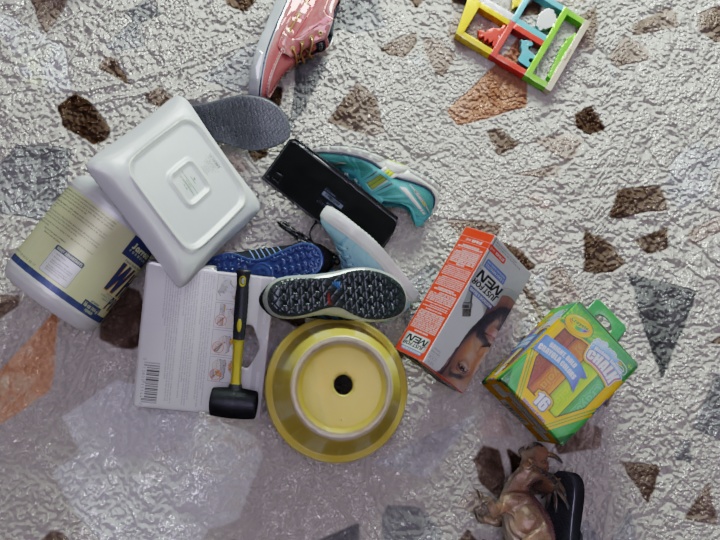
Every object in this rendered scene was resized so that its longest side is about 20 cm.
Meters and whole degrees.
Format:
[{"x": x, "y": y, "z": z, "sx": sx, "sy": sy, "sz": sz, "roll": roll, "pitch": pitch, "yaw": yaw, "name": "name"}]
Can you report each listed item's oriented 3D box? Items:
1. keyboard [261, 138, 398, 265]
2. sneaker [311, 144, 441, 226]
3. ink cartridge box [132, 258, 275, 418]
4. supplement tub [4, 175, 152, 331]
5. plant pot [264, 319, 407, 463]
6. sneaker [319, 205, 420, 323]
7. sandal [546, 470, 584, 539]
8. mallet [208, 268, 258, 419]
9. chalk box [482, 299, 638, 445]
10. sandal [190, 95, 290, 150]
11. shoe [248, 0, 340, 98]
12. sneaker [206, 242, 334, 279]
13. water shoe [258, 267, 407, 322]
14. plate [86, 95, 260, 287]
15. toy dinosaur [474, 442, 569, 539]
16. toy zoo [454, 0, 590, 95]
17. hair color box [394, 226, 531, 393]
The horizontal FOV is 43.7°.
[{"x": -0.054, "y": -0.082, "z": 1.282, "sx": 0.200, "sy": 0.021, "sz": 0.127, "roll": 38, "pitch": 101, "yaw": -3, "name": "keyboard"}, {"x": 0.017, "y": -0.127, "z": 1.289, "sx": 0.199, "sy": 0.078, "sz": 0.080, "roll": 22, "pitch": 90, "yaw": -1, "name": "sneaker"}, {"x": -0.213, "y": 0.094, "z": 1.231, "sx": 0.175, "sy": 0.045, "sz": 0.201, "roll": 7, "pitch": 95, "yaw": -5, "name": "ink cartridge box"}, {"x": -0.361, "y": -0.035, "z": 1.208, "sx": 0.145, "sy": 0.145, "sz": 0.200, "roll": 36, "pitch": 81, "yaw": 1, "name": "supplement tub"}, {"x": -0.029, "y": 0.155, "z": 1.187, "sx": 0.199, "sy": 0.189, "sz": 0.202, "roll": 1, "pitch": 82, "yaw": -5, "name": "plant pot"}, {"x": 0.000, "y": 0.000, "z": 1.239, "sx": 0.082, "sy": 0.074, "sz": 0.200, "roll": -46, "pitch": 115, "yaw": -5, "name": "sneaker"}, {"x": 0.284, "y": 0.382, "z": 1.242, "sx": 0.043, "sy": 0.076, "sz": 0.201, "roll": 18, "pitch": 81, "yaw": -29, "name": "sandal"}, {"x": -0.173, "y": 0.099, "z": 1.197, "sx": 0.065, "sy": 0.041, "sz": 0.202, "roll": -3, "pitch": 92, "yaw": -1, "name": "mallet"}, {"x": 0.290, "y": 0.128, "z": 1.248, "sx": 0.125, "sy": 0.124, "sz": 0.200, "roll": 45, "pitch": 82, "yaw": 2, "name": "chalk box"}, {"x": -0.197, "y": -0.214, "z": 1.288, "sx": 0.199, "sy": 0.043, "sz": 0.077, "roll": 3, "pitch": 103, "yaw": 6, "name": "sandal"}, {"x": -0.094, "y": -0.328, "z": 1.306, "sx": 0.090, "sy": 0.072, "sz": 0.201, "roll": 17, "pitch": 77, "yaw": 4, "name": "shoe"}, {"x": -0.133, "y": 0.002, "z": 1.265, "sx": 0.199, "sy": 0.078, "sz": 0.071, "roll": -8, "pitch": 86, "yaw": 16, "name": "sneaker"}, {"x": -0.037, "y": 0.031, "z": 1.200, "sx": 0.199, "sy": 0.079, "sz": 0.072, "roll": 3, "pitch": 88, "yaw": -19, "name": "water shoe"}, {"x": -0.234, "y": -0.113, "z": 1.194, "sx": 0.200, "sy": 0.032, "sz": 0.200, "roll": 55, "pitch": 45, "yaw": -17, "name": "plate"}, {"x": 0.233, "y": 0.346, "z": 1.230, "sx": 0.135, "sy": 0.086, "sz": 0.201, "roll": -11, "pitch": 83, "yaw": -5, "name": "toy dinosaur"}, {"x": 0.233, "y": -0.374, "z": 1.364, "sx": 0.199, "sy": 0.020, "sz": 0.132, "roll": 31, "pitch": 81, "yaw": 1, "name": "toy zoo"}, {"x": 0.146, "y": 0.055, "z": 1.251, "sx": 0.111, "sy": 0.064, "sz": 0.201, "roll": 39, "pitch": 79, "yaw": -41, "name": "hair color box"}]
